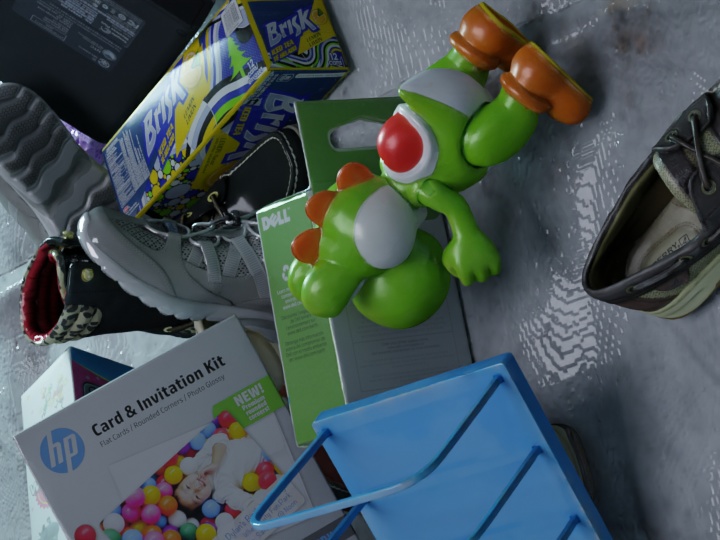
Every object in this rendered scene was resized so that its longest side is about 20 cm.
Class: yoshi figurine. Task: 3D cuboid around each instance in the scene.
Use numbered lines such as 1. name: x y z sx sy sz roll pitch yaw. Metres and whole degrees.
1. yoshi figurine: 0.045 -0.045 1.453 0.112 0.112 0.200 41 95 -1

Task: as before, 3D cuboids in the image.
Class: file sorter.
1. file sorter: 0.052 0.174 1.383 0.138 0.123 0.201 -20 106 35

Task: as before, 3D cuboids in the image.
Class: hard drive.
1. hard drive: -0.192 -0.165 1.674 0.033 0.139 0.200 -63 11 -29

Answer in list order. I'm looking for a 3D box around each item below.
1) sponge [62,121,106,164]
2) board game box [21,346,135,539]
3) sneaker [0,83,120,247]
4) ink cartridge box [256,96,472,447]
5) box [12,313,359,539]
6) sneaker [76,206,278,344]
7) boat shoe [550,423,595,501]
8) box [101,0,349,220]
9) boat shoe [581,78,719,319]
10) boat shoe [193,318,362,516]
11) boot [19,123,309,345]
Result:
1. sponge: -0.220 -0.178 1.849 0.112 0.030 0.201 -47 58 44
2. board game box: -0.138 0.163 1.640 0.064 0.147 0.201 -44 41 32
3. sneaker: -0.208 -0.052 1.760 0.201 0.075 0.082 59 162 -23
4. ink cartridge box: 0.000 0.000 1.528 0.059 0.103 0.202 -18 80 50
5. box: -0.095 0.151 1.521 0.201 0.155 0.041 61 171 2
6. sneaker: -0.081 -0.012 1.576 0.082 0.199 0.075 -66 25 16
7. boat shoe: 0.055 0.147 1.499 0.200 0.073 0.075 -44 61 45
8. box: -0.091 -0.105 1.659 0.200 0.070 0.065 -43 61 46
9. boat shoe: 0.183 -0.048 1.317 0.073 0.064 0.201 56 133 34
10. boat shoe: -0.039 0.083 1.601 0.200 0.071 0.063 42 169 40
11. boot: -0.122 -0.016 1.640 0.204 0.153 0.074 -52 53 43
